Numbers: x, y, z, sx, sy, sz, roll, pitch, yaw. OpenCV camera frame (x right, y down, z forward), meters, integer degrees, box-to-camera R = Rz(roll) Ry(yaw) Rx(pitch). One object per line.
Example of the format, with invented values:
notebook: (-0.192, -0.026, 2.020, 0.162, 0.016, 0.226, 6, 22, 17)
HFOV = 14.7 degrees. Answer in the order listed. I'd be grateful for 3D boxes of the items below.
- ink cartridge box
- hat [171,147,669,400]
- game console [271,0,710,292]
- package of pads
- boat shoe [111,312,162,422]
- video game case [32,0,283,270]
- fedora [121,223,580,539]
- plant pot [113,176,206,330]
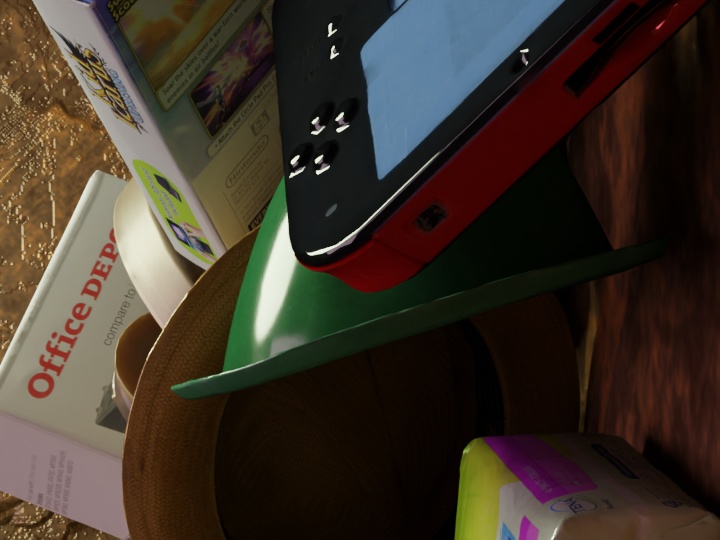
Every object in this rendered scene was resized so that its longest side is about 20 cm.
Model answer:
ink cartridge box: (-0.065, 0.059, 1.323, 0.085, 0.199, 0.146, 103, -171, -58)
hat: (0.007, -0.067, 0.938, 0.166, 0.199, 0.177, -18, 88, 60)
game console: (0.045, -0.101, 0.850, 0.200, 0.031, 0.177, -43, 33, 24)
package of pads: (0.073, 0.161, 0.928, 0.155, 0.068, 0.201, -138, 49, -79)
boat shoe: (-0.030, 0.099, 1.216, 0.200, 0.070, 0.070, 46, 158, 20)
video game case: (-0.024, -0.122, 1.060, 0.200, 0.045, 0.181, -51, -33, -18)
fedora: (-0.012, 0.056, 1.074, 0.082, 0.200, 0.201, -137, 45, -58)
plant pot: (0.000, 0.000, 1.204, 0.093, 0.201, 0.201, -48, 25, 19)
